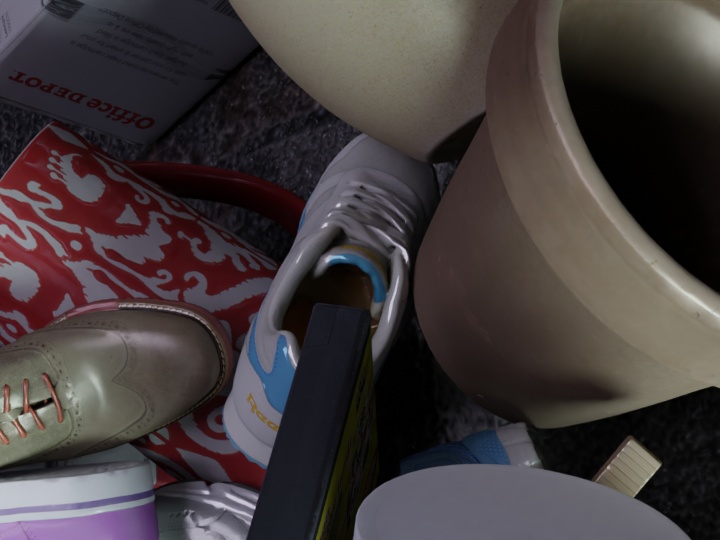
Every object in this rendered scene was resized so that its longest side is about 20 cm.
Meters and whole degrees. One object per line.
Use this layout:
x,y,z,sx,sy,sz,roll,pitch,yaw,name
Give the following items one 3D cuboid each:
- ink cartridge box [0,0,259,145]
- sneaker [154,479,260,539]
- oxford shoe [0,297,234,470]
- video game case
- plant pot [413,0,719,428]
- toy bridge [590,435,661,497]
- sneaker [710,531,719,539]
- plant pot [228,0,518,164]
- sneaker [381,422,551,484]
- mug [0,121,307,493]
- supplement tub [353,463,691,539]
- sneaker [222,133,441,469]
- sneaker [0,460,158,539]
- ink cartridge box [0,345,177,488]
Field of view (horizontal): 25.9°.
-0.127,-0.178,0.939,0.199,0.145,0.085,-36,56,30,ink cartridge box
-0.037,0.176,0.741,0.198,0.092,0.076,26,137,10,sneaker
-0.154,0.066,0.725,0.198,0.075,0.071,-17,101,17,oxford shoe
-0.024,0.147,0.612,0.025,0.182,0.201,8,51,10,video game case
0.112,-0.019,0.670,0.175,0.198,0.202,-45,51,50,plant pot
0.153,0.150,0.600,0.200,0.027,0.067,41,91,8,toy bridge
0.152,0.191,0.648,0.085,0.078,0.202,22,97,28,sneaker
0.044,-0.133,0.755,0.199,0.200,0.136,-32,80,33,plant pot
0.049,0.170,0.698,0.089,0.078,0.203,-5,93,6,sneaker
-0.104,0.018,0.827,0.134,0.199,0.178,-53,7,20,mug
0.048,0.186,0.561,0.144,0.143,0.203,22,113,43,supplement tub
0.000,0.000,0.743,0.081,0.076,0.201,120,173,-50,sneaker
-0.189,0.156,0.751,0.198,0.073,0.116,-5,91,21,sneaker
-0.189,0.061,0.900,0.082,0.199,0.149,-25,64,36,ink cartridge box
